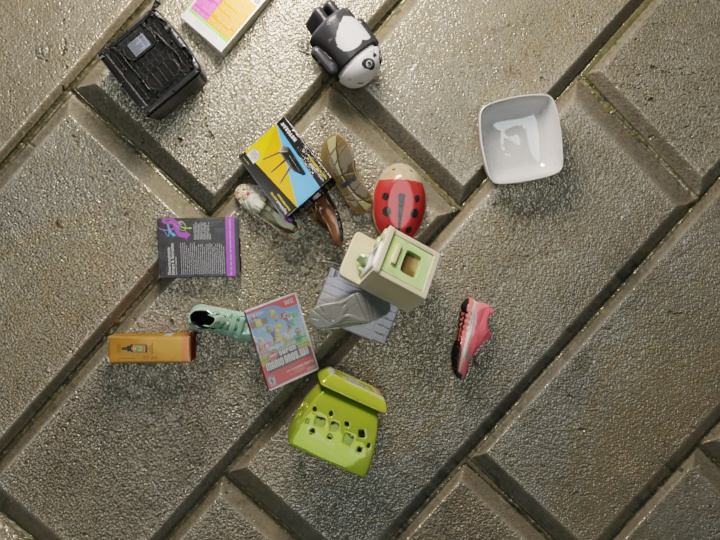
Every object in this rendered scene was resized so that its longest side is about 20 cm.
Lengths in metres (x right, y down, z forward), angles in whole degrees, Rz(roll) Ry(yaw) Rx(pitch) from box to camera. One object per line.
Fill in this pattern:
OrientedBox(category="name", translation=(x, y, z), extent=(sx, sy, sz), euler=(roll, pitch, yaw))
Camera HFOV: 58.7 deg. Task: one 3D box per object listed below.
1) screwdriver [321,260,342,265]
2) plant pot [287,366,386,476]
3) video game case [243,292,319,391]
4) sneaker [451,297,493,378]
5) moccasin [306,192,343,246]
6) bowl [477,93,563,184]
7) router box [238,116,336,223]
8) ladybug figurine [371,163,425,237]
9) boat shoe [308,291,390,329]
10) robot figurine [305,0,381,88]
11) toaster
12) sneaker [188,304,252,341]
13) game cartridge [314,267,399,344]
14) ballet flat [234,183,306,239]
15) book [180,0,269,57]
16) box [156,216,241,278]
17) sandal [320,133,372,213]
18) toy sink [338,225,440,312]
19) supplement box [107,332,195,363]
OrientedBox(category="screwdriver", translation=(0.000, 0.000, 1.586), extent=(0.197, 0.028, 0.029), euler=(8, 123, -2))
OrientedBox(category="plant pot", translation=(-0.047, 0.346, 1.528), extent=(0.198, 0.199, 0.184), euler=(25, 87, -5))
OrientedBox(category="video game case", translation=(-0.190, 0.172, 1.560), extent=(0.141, 0.017, 0.203), euler=(-20, 96, -30))
OrientedBox(category="sneaker", translation=(0.282, 0.174, 1.592), extent=(0.085, 0.074, 0.203), euler=(11, 94, -6))
OrientedBox(category="moccasin", translation=(-0.101, -0.150, 1.543), extent=(0.077, 0.074, 0.204), euler=(-26, 95, 2))
OrientedBox(category="bowl", translation=(0.381, -0.316, 1.559), extent=(0.196, 0.075, 0.203), euler=(-10, 96, -3))
OrientedBox(category="router box", translation=(-0.172, -0.236, 1.506), extent=(0.149, 0.051, 0.201), euler=(-40, 73, 5))
OrientedBox(category="ladybug figurine", translation=(0.095, -0.159, 1.555), extent=(0.133, 0.072, 0.204), euler=(0, 95, -4))
OrientedBox(category="boat shoe", translation=(-0.026, 0.102, 1.548), extent=(0.199, 0.065, 0.076), euler=(-14, 76, -8))
OrientedBox(category="robot figurine", translation=(-0.037, -0.524, 1.492), extent=(0.150, 0.125, 0.201), euler=(-39, 95, 8))
OrientedBox(category="toaster", translation=(-0.467, -0.476, 1.474), extent=(0.199, 0.119, 0.182), euler=(-39, 96, 1))
OrientedBox(category="sneaker", translation=(-0.316, 0.133, 1.530), extent=(0.197, 0.118, 0.075), euler=(13, 92, -6))
OrientedBox(category="game cartridge", translation=(-0.008, 0.090, 1.589), extent=(0.198, 0.038, 0.131), euler=(23, 97, -5))
OrientedBox(category="ballet flat", translation=(-0.216, -0.146, 1.542), extent=(0.198, 0.064, 0.076), euler=(32, 93, -5))
OrientedBox(category="book", translation=(-0.310, -0.628, 1.510), extent=(0.133, 0.048, 0.201), euler=(40, 90, -3))
OrientedBox(category="box", translation=(-0.390, -0.056, 1.553), extent=(0.196, 0.036, 0.146), euler=(-1, 94, -5))
OrientedBox(category="sandal", translation=(-0.033, -0.232, 1.553), extent=(0.080, 0.054, 0.202), euler=(-28, 102, 8))
OrientedBox(category="toy sink", translation=(0.069, -0.015, 1.515), extent=(0.198, 0.112, 0.132), euler=(28, 62, -9))
OrientedBox(category="supplement box", translation=(-0.503, 0.186, 1.550), extent=(0.196, 0.069, 0.068), euler=(0, 94, -5))
